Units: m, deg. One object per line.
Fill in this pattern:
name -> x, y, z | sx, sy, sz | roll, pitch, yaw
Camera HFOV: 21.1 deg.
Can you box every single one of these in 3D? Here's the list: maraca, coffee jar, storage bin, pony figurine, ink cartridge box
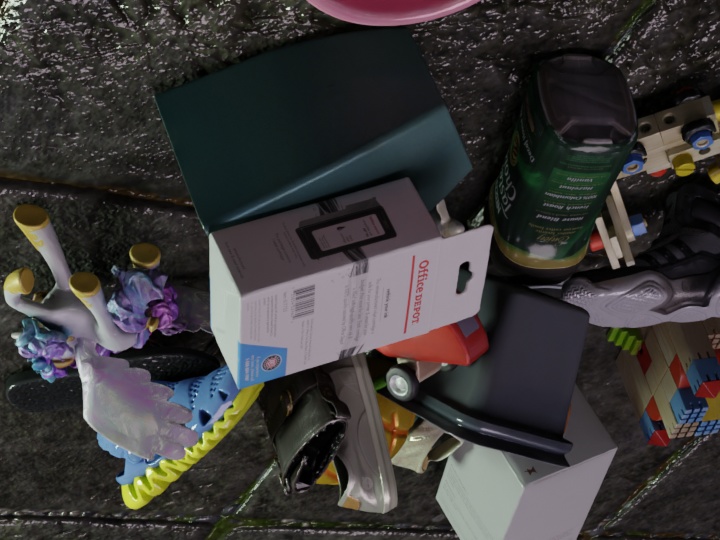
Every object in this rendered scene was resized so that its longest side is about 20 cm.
maraca -> 0.006, 0.131, 1.849 | 0.200, 0.107, 0.137 | -35, 168, -16
coffee jar -> 0.162, -0.079, 1.610 | 0.085, 0.104, 0.200 | 1, 143, -12
storage bin -> 0.124, 0.078, 1.693 | 0.145, 0.200, 0.135 | 17, 94, -23
pony figurine -> -0.208, 0.044, 1.610 | 0.193, 0.167, 0.200 | 18, 148, 6
ink cartridge box -> -0.009, 0.004, 1.443 | 0.200, 0.068, 0.116 | -16, 144, -17

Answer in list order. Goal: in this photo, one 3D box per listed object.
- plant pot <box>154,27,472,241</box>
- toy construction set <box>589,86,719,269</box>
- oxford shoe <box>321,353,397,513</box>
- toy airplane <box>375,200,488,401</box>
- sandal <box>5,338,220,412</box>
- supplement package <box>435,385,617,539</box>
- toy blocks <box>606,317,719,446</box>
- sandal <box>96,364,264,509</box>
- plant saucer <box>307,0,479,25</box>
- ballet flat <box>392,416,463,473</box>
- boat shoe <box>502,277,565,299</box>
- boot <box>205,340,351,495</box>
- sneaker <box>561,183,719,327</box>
plant pot -> -0.027, -0.089, 1.486 | 0.200, 0.141, 0.141 | -25, 146, 3
toy construction set -> 0.273, -0.090, 1.665 | 0.200, 0.092, 0.131 | -31, 146, 1
oxford shoe -> -0.016, 0.123, 1.739 | 0.058, 0.200, 0.075 | -11, 167, -8
toy airplane -> 0.000, 0.000, 1.604 | 0.199, 0.200, 0.141 | 4, 125, -11
sandal -> -0.224, 0.087, 1.742 | 0.200, 0.045, 0.075 | -8, 143, 12
supplement package -> 0.168, 0.210, 1.999 | 0.117, 0.117, 0.200 | -18, 149, -22
toy blocks -> 0.316, 0.101, 1.908 | 0.100, 0.137, 0.200 | -6, 145, -17
sandal -> -0.165, 0.130, 1.704 | 0.200, 0.087, 0.079 | -40, -177, 28
plant saucer -> 0.038, -0.256, 1.349 | 0.200, 0.051, 0.201 | -12, 147, -8
ballet flat -> 0.086, 0.142, 1.919 | 0.062, 0.068, 0.200 | 31, 143, -7
boat shoe -> 0.121, 0.047, 1.814 | 0.200, 0.057, 0.069 | -7, 145, -15
boot -> -0.078, 0.125, 1.733 | 0.069, 0.174, 0.200 | 4, 141, -28
sneaker -> 0.271, -0.014, 1.745 | 0.200, 0.114, 0.076 | -3, 154, -11
